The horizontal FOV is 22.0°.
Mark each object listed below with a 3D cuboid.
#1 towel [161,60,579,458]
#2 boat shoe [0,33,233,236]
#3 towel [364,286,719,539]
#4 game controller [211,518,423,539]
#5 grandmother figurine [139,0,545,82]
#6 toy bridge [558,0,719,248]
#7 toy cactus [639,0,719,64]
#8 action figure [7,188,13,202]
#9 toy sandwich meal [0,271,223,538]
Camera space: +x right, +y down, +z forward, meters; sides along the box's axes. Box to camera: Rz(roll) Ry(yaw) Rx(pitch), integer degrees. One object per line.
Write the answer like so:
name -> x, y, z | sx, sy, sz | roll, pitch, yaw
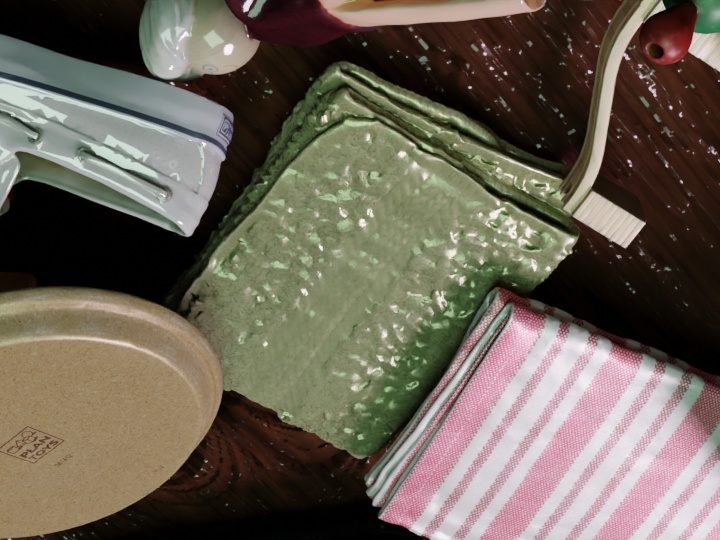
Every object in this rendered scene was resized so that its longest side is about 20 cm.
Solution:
towel -> 0.000, 0.000, 0.878 | 0.147, 0.037, 0.200 | 27, 124, -16
boat shoe -> -0.161, -0.053, 0.805 | 0.200, 0.087, 0.075 | 15, 171, -4
towel -> 0.118, 0.093, 0.914 | 0.198, 0.030, 0.147 | 21, 124, -18
game controller -> -0.050, 0.184, 1.021 | 0.198, 0.042, 0.105 | -9, 126, 13
grandmother figurine -> -0.009, -0.115, 0.755 | 0.198, 0.061, 0.121 | -11, 159, 30
toy bridge -> 0.145, -0.102, 0.781 | 0.067, 0.027, 0.201 | 28, 118, -16
toy cactus -> 0.179, -0.113, 0.699 | 0.199, 0.103, 0.166 | -25, 147, -17
action figure -> -0.216, 0.023, 0.908 | 0.065, 0.052, 0.201 | 23, 131, -6
toy sandwich meal -> -0.165, 0.054, 0.867 | 0.203, 0.071, 0.206 | -11, 143, -9
